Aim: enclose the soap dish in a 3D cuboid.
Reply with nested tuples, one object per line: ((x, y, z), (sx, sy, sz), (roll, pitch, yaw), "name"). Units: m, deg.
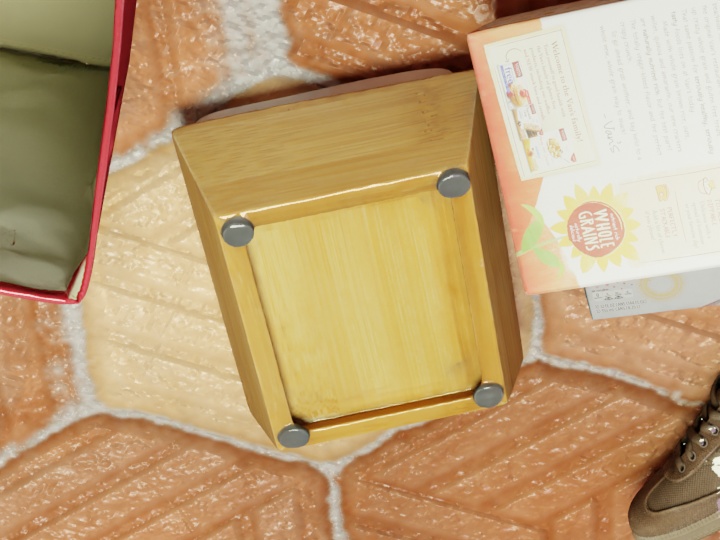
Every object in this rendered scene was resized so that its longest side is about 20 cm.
((0.000, 0.000, 1.104), (0.157, 0.081, 0.200), (-11, 130, 2), "soap dish")

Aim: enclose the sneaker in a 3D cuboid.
((0.225, 0.083, 1.229), (0.200, 0.070, 0.076), (-36, 107, 18), "sneaker")

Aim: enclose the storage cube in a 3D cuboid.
((-0.180, -0.118, 0.900), (0.171, 0.180, 0.200), (8, 128, -5), "storage cube")

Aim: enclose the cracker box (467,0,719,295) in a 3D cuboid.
((0.164, -0.071, 1.011), (0.200, 0.058, 0.134), (-9, 101, 23), "cracker box")

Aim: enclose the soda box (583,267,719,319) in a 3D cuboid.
((0.210, -0.029, 1.098), (0.200, 0.064, 0.068), (-7, 132, 13), "soda box")
